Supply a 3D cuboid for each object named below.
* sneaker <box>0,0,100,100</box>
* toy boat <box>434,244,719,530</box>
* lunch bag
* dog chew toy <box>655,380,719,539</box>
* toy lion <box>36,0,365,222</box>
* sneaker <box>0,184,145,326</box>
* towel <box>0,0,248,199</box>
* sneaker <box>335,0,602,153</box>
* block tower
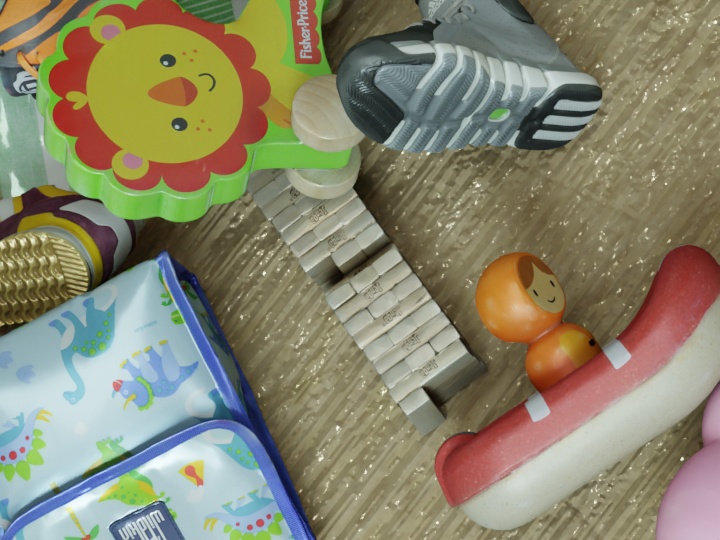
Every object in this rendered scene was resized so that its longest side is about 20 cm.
[{"bbox_3d":[-0.163,-0.110,1.686,0.112,0.078,0.201,-20,60,14],"label":"sneaker"},{"bbox_3d":[0.114,0.047,1.536,0.200,0.131,0.131,-34,87,2],"label":"toy boat"},{"bbox_3d":[-0.137,0.116,1.603,0.169,0.127,0.201,-26,81,3],"label":"lunch bag"},{"bbox_3d":[0.237,0.102,1.506,0.124,0.125,0.201,12,68,18],"label":"dog chew toy"},{"bbox_3d":[-0.095,-0.120,1.608,0.190,0.069,0.201,1,59,-9],"label":"toy lion"},{"bbox_3d":[-0.223,-0.008,1.693,0.199,0.090,0.075,-2,115,34],"label":"sneaker"},{"bbox_3d":[-0.143,-0.127,1.728,0.199,0.023,0.153,-16,71,10],"label":"towel"},{"bbox_3d":[0.043,-0.131,1.604,0.075,0.199,0.116,-50,54,29],"label":"sneaker"},{"bbox_3d":[0.000,0.000,1.632,0.058,0.054,0.200,-35,68,3],"label":"block tower"}]
